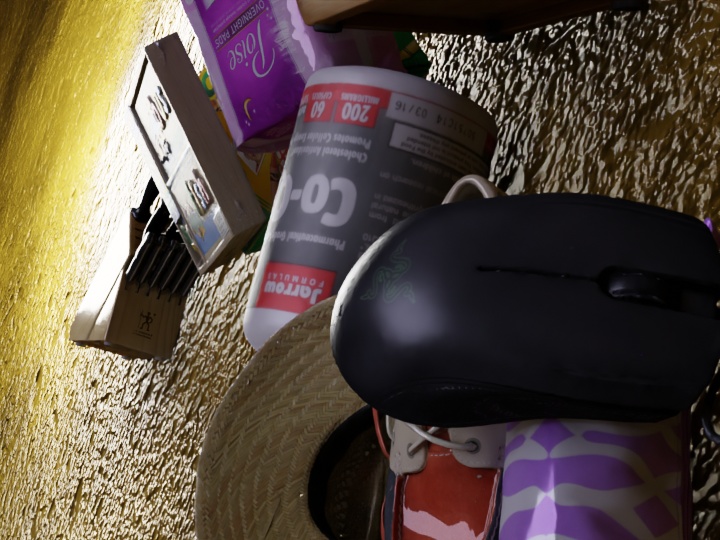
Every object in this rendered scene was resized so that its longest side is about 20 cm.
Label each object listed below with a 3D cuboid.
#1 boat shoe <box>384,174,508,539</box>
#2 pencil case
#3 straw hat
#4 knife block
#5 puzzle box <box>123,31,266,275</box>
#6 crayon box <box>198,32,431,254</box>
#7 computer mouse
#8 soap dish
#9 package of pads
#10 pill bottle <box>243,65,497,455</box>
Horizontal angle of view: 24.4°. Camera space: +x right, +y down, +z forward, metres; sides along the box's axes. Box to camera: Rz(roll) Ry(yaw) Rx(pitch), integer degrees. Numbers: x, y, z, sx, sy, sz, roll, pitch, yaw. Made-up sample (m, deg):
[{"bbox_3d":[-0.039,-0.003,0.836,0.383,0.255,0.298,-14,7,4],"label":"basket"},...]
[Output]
[{"bbox_3d":[0.044,0.057,0.722,0.070,0.063,0.202,-1,61,27],"label":"boat shoe"},{"bbox_3d":[0.099,0.074,0.663,0.085,0.084,0.202,-8,62,25],"label":"pencil case"},{"bbox_3d":[0.027,0.104,0.799,0.199,0.085,0.203,-15,54,21],"label":"straw hat"},{"bbox_3d":[-0.186,-0.012,1.470,0.200,0.063,0.177,-8,66,68],"label":"knife block"},{"bbox_3d":[-0.116,-0.073,1.127,0.134,0.025,0.200,64,166,2],"label":"puzzle box"},{"bbox_3d":[-0.045,-0.119,1.137,0.119,0.058,0.200,59,137,20],"label":"crayon box"},{"bbox_3d":[0.078,0.005,0.629,0.053,0.198,0.140,59,-151,-58],"label":"computer mouse"},{"bbox_3d":[0.056,-0.171,0.877,0.200,0.156,0.082,-179,89,-69],"label":"soap dish"},{"bbox_3d":[-0.057,-0.183,1.030,0.120,0.075,0.202,-29,78,51],"label":"package of pads"},{"bbox_3d":[0.000,0.000,0.920,0.114,0.113,0.202,-9,65,67],"label":"pill bottle"}]
